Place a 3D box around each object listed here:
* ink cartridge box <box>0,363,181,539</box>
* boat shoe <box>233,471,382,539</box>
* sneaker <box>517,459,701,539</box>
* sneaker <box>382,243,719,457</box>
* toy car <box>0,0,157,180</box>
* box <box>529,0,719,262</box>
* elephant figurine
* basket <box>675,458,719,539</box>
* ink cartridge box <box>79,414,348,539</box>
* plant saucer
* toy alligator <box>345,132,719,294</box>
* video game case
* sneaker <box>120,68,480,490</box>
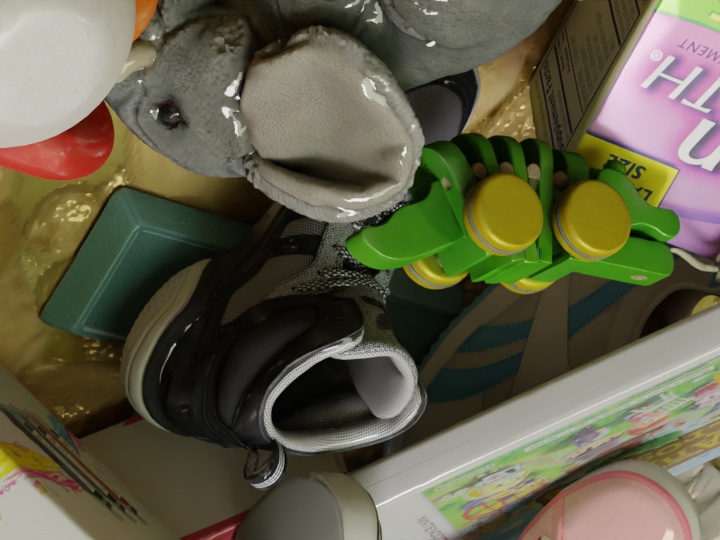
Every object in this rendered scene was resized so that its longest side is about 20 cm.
[{"bbox_3d":[-0.153,0.124,0.906,0.145,0.200,0.145,-47,178,1],"label":"ink cartridge box"},{"bbox_3d":[-0.024,0.154,1.021,0.064,0.071,0.200,0,136,-28],"label":"boat shoe"},{"bbox_3d":[0.066,0.171,1.050,0.200,0.075,0.105,-49,176,22],"label":"sneaker"},{"bbox_3d":[0.086,0.046,1.116,0.200,0.081,0.076,-51,155,16],"label":"sneaker"},{"bbox_3d":[-0.154,-0.063,0.810,0.200,0.175,0.150,-38,138,-1],"label":"toy car"},{"bbox_3d":[0.192,-0.100,1.005,0.176,0.097,0.200,21,120,-14],"label":"box"},{"bbox_3d":[-0.026,-0.086,0.922,0.200,0.155,0.141,-52,163,24],"label":"elephant figurine"},{"bbox_3d":[0.112,0.168,1.205,0.200,0.136,0.123,-40,135,1],"label":"basket"},{"bbox_3d":[-0.068,0.153,1.101,0.146,0.083,0.200,-22,136,-10],"label":"ink cartridge box"},{"bbox_3d":[-0.039,0.018,1.067,0.200,0.019,0.070,17,114,-40],"label":"plant saucer"},{"bbox_3d":[0.081,-0.024,0.962,0.200,0.054,0.059,3,163,-29],"label":"toy alligator"},{"bbox_3d":[0.101,0.074,1.069,0.200,0.022,0.182,-25,161,4],"label":"video game case"},{"bbox_3d":[0.000,0.000,0.990,0.200,0.114,0.075,-50,132,-6],"label":"sneaker"}]
